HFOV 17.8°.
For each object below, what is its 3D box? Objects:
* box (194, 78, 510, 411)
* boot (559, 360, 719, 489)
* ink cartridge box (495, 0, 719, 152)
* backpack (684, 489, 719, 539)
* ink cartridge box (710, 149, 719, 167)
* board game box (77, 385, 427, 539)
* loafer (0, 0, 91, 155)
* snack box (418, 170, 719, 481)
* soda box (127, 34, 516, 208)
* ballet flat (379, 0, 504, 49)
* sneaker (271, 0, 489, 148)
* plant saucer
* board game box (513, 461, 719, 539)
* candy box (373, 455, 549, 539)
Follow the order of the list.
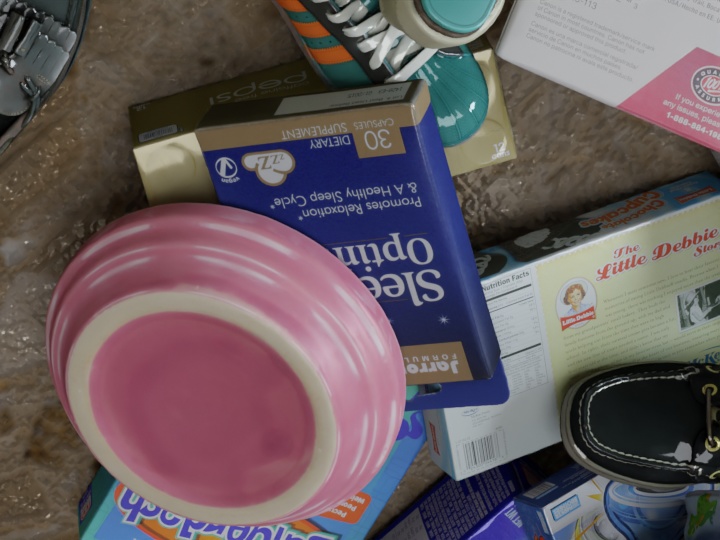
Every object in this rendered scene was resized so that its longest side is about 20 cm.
[{"bbox_3d":[0.000,0.000,1.200,0.121,0.032,0.201,-6,122,21],"label":"box"},{"bbox_3d":[0.225,0.073,1.234,0.203,0.154,0.074,6,74,-18],"label":"boot"},{"bbox_3d":[0.177,-0.174,1.168,0.146,0.083,0.201,25,101,12],"label":"ink cartridge box"},{"bbox_3d":[0.266,0.198,1.252,0.199,0.183,0.148,20,76,-26],"label":"backpack"},{"bbox_3d":[0.268,-0.050,1.250,0.117,0.067,0.200,-31,92,4],"label":"ink cartridge box"},{"bbox_3d":[-0.051,0.096,1.320,0.152,0.045,0.200,25,109,-18],"label":"board game box"},{"bbox_3d":[-0.197,-0.086,1.189,0.072,0.063,0.200,26,119,-20],"label":"loafer"},{"bbox_3d":[0.126,0.030,1.294,0.199,0.037,0.117,-19,117,-17],"label":"snack box"},{"bbox_3d":[-0.021,-0.074,1.238,0.199,0.064,0.068,-15,115,-1],"label":"soda box"},{"bbox_3d":[0.067,-0.199,1.129,0.069,0.069,0.201,32,81,-20],"label":"ballet flat"},{"bbox_3d":[-0.010,-0.143,1.160,0.071,0.080,0.200,-42,89,-4],"label":"sneaker"},{"bbox_3d":[-0.077,0.061,1.214,0.200,0.051,0.201,8,124,12],"label":"plant saucer"},{"bbox_3d":[0.196,0.147,1.333,0.200,0.034,0.136,-28,107,-22],"label":"board game box"},{"bbox_3d":[0.070,0.226,1.379,0.200,0.077,0.169,-42,114,11],"label":"candy box"}]
